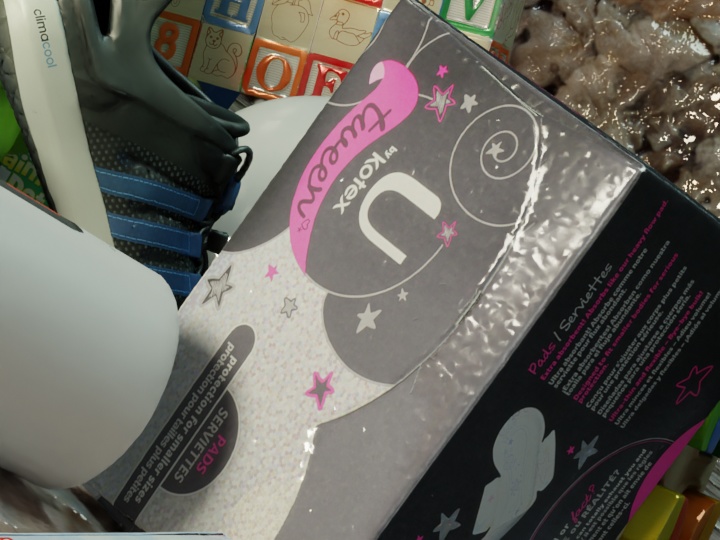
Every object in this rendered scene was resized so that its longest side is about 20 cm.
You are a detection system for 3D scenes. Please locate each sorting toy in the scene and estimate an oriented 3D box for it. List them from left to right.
[{"bbox_3d":[0.151,0.093,1.212,0.036,0.200,0.185,29,2,18],"label":"sorting toy"}]

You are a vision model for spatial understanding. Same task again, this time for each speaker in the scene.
[{"bbox_3d":[-0.149,-0.006,0.778,0.200,0.081,0.081,33,6,-37],"label":"speaker"}]

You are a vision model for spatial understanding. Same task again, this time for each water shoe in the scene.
[{"bbox_3d":[-0.073,-0.026,0.960,0.072,0.079,0.201,-125,-164,-63],"label":"water shoe"}]

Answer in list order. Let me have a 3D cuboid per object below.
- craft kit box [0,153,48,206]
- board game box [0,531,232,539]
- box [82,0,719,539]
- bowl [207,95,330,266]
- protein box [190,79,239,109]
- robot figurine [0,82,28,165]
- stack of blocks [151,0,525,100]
[{"bbox_3d":[-0.159,-0.050,1.336,0.200,0.049,0.198,36,2,-7],"label":"craft kit box"},{"bbox_3d":[-0.003,0.140,0.643,0.200,0.041,0.199,38,5,17],"label":"board game box"},{"bbox_3d":[0.021,0.034,0.866,0.132,0.200,0.115,40,5,40],"label":"box"},{"bbox_3d":[0.000,0.000,1.083,0.201,0.090,0.202,18,50,-23],"label":"bowl"},{"bbox_3d":[-0.174,-0.167,1.521,0.200,0.135,0.199,34,-7,11],"label":"protein box"},{"bbox_3d":[-0.161,-0.134,1.174,0.115,0.201,0.176,23,-28,-8],"label":"robot figurine"},{"bbox_3d":[-0.024,-0.137,1.285,0.199,0.116,0.059,17,3,13],"label":"stack of blocks"}]
